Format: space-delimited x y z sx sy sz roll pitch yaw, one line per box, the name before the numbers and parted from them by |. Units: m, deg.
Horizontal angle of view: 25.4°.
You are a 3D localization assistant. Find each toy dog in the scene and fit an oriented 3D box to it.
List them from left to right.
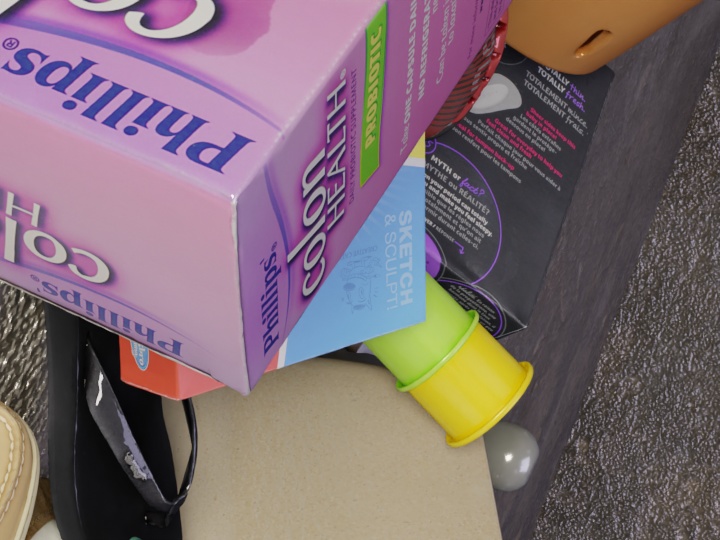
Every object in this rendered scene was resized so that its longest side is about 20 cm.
toy dog | 0.021 0.103 1.059 0.132 0.200 0.096 -41 151 -8

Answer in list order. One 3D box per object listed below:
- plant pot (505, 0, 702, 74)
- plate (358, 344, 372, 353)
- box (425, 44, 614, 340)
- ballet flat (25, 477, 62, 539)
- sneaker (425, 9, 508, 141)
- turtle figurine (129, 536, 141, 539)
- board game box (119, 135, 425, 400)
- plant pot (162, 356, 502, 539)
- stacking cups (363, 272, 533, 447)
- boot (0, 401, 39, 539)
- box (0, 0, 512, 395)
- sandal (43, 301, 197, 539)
plant pot | 0.121 -0.203 0.868 0.140 0.200 0.200 -47 176 29
plate | -0.040 0.138 1.191 0.200 0.032 0.200 -52 159 -45
box | 0.049 -0.061 0.923 0.106 0.122 0.200 -28 -149 50
ballet flat | -0.144 0.138 0.760 0.068 0.072 0.200 -62 164 0
sneaker | 0.040 -0.144 0.765 0.098 0.071 0.200 -42 157 -55
turtle figurine | -0.165 0.197 0.682 0.101 0.200 0.150 -76 143 -82
board game box | -0.037 -0.060 0.690 0.153 0.040 0.200 -16 112 -42
plant pot | -0.013 0.159 0.883 0.200 0.177 0.200 85 -4 -60
stacking cups | 0.000 0.000 0.800 0.061 0.200 0.061 -42 -169 10
boot | -0.190 0.102 0.552 0.200 0.073 0.155 -53 163 -25
box | -0.063 -0.092 0.504 0.200 0.176 0.097 -57 162 -31
sandal | -0.104 0.056 0.704 0.076 0.043 0.200 -36 124 -58
